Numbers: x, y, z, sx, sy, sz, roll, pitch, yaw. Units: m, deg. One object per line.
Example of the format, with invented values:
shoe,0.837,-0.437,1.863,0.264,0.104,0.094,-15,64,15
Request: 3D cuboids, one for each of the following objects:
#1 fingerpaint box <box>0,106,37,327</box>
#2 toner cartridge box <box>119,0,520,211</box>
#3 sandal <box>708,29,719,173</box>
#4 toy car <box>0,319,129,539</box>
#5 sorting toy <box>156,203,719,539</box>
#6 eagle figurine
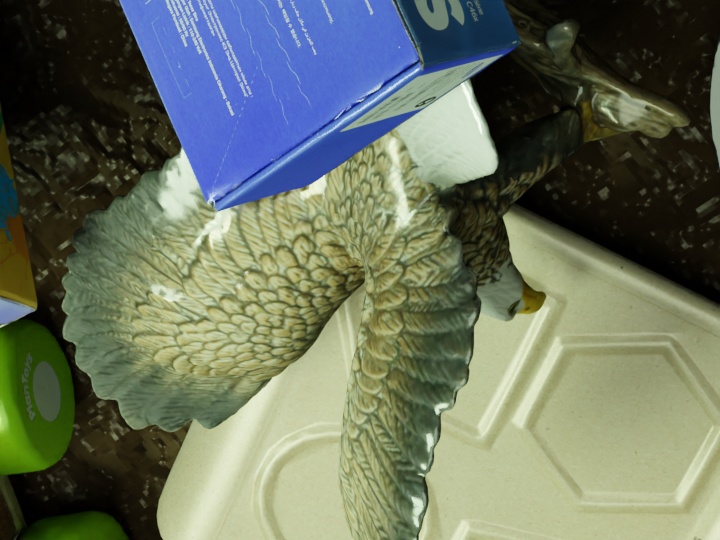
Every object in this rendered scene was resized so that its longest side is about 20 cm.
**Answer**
fingerpaint box,-0.215,-0.030,0.836,0.199,0.073,0.168,-25,64,24
toner cartridge box,-0.039,-0.128,0.697,0.095,0.043,0.201,-30,80,43
sandal,0.155,0.002,0.802,0.075,0.043,0.202,-9,96,9
toy car,-0.192,0.122,0.884,0.163,0.200,0.159,-10,113,19
sorting toy,0.045,0.063,0.892,0.199,0.036,0.186,28,118,5
eagle figurine,0.005,0.004,0.786,0.151,0.152,0.200,37,98,-19
